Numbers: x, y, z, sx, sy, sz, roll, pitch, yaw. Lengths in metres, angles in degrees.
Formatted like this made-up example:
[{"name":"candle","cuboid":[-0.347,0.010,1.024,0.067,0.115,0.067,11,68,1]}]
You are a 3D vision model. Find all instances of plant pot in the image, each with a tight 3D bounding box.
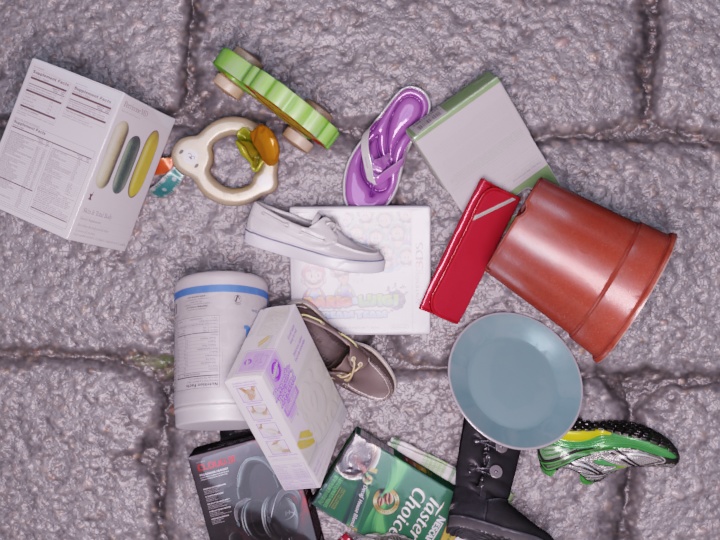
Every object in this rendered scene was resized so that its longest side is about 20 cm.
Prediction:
[{"name":"plant pot","cuboid":[0.285,-0.013,1.386,0.195,0.201,0.202,32,92,7]}]

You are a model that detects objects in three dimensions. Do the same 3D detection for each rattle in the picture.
[{"name":"rattle","cuboid":[-0.211,-0.145,1.416,0.198,0.143,0.131,1,110,-5]}]

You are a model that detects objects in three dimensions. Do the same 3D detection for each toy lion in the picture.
[{"name":"toy lion","cuboid":[-0.114,-0.231,1.381,0.200,0.192,0.069,37,91,1]}]

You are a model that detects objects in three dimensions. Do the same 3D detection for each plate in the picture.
[{"name":"plate","cuboid":[0.213,0.154,1.435,0.199,0.026,0.201,6,63,-12]}]

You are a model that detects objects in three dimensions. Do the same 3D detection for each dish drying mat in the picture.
[{"name":"dish drying mat","cuboid":[0.153,-0.024,1.443,0.076,0.018,0.201,21,97,-34]}]

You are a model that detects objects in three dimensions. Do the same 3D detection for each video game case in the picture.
[{"name":"video game case","cuboid":[0.000,0.000,1.456,0.198,0.024,0.184,0,99,1]}]

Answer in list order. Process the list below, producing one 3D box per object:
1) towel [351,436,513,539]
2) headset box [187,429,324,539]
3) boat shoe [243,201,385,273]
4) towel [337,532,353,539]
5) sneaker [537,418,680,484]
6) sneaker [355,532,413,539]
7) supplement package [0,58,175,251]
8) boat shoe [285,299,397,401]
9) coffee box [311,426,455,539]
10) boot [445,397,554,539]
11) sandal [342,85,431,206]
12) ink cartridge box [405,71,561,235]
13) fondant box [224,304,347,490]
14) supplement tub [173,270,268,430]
[{"name":"towel","cuboid":[0.101,0.343,1.475,0.199,0.031,0.150,24,94,-2]},{"name":"headset box","cuboid":[-0.147,0.312,1.451,0.148,0.077,0.201,-14,92,1]},{"name":"boat shoe","cuboid":[-0.059,-0.046,1.402,0.199,0.074,0.066,14,103,-2]},{"name":"towel","cuboid":[-0.037,0.497,1.480,0.145,0.022,0.200,42,90,2]},{"name":"sneaker","cuboid":[0.346,0.257,1.450,0.198,0.078,0.086,3,98,10]},{"name":"sneaker","cuboid":[0.074,0.424,1.388,0.199,0.078,0.100,22,101,0]},{"name":"supplement package","cuboid":[-0.377,-0.151,1.391,0.150,0.152,0.201,22,91,17]},{"name":"boat shoe","cuboid":[-0.031,0.120,1.438,0.200,0.060,0.072,41,102,-11]},{"name":"coffee box","cuboid":[0.047,0.320,1.436,0.199,0.044,0.123,33,93,-3]},{"name":"boot","cuboid":[0.207,0.280,1.423,0.164,0.066,0.201,21,58,-13]},{"name":"sandal","cuboid":[0.032,-0.169,1.451,0.082,0.050,0.204,24,92,1]},{"name":"ink cartridge box","cuboid":[0.176,-0.155,1.451,0.145,0.048,0.200,-35,115,1]},{"name":"fondant box","cuboid":[-0.093,0.168,1.362,0.058,0.145,0.201,-10,123,24]},{"name":"supplement tub","cuboid":[-0.188,0.110,1.400,0.131,0.132,0.202,-3,77,1]}]
